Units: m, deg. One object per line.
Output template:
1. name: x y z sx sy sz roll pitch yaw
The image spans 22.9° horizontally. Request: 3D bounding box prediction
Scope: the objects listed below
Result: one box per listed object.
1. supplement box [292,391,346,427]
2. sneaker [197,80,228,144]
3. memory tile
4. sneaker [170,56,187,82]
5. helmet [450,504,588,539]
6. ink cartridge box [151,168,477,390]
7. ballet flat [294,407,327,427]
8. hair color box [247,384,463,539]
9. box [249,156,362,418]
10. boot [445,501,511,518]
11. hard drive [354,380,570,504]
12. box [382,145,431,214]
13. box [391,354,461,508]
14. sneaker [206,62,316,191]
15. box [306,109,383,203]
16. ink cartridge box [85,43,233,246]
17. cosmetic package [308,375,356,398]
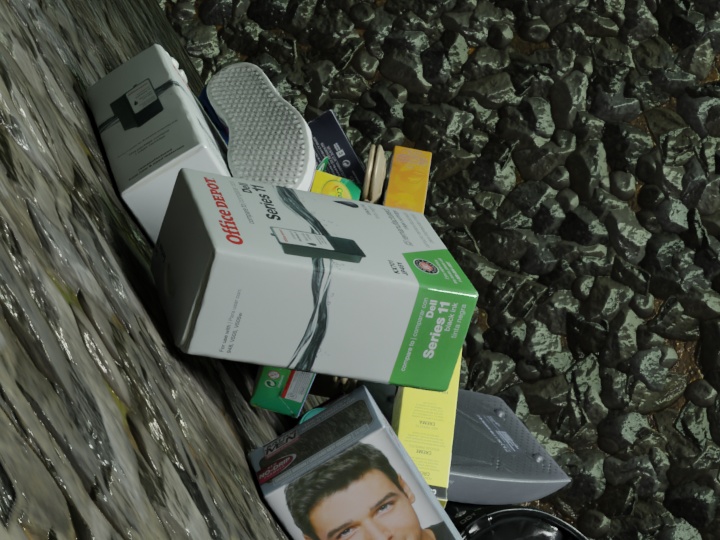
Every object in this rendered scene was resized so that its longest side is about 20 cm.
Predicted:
1. supplement box: 0.004 0.198 1.708 0.109 0.061 0.200 60 1 23
2. sneaker: -0.155 -0.126 1.695 0.077 0.111 0.200 65 -12 6
3. memory tile: 0.000 0.000 1.532 0.153 0.017 0.201 92 8 -79
4. sneaker: -0.190 -0.129 1.886 0.200 0.077 0.091 55 18 -22
5. helmet: 0.128 0.298 1.481 0.201 0.199 0.191 59 -15 20
6. ink cartridge box: -0.037 0.006 1.272 0.199 0.083 0.147 9 23 -21
7. ballet flat: -0.018 0.186 1.458 0.200 0.070 0.066 -112 -161 -63
8. hair color box: 0.012 0.190 1.286 0.200 0.099 0.061 58 2 -30
9. box: -0.043 0.009 1.473 0.118 0.048 0.201 113 -11 -45
10. boot: 0.092 0.281 1.662 0.076 0.169 0.200 -16 51 -47
11. hard drive: 0.089 0.159 1.622 0.199 0.042 0.135 11 30 -45
12. box: 0.031 -0.015 1.559 0.200 0.041 0.120 -83 -178 -62
13. box: 0.054 0.115 1.500 0.075 0.050 0.201 103 -5 -57
14. sneaker: -0.068 -0.086 1.512 0.201 0.072 0.115 -111 179 -53
15. box: -0.066 -0.041 1.745 0.104 0.181 0.200 62 2 18
16. ink cartridge box: -0.152 -0.081 1.509 0.147 0.083 0.200 58 3 -35
17. cosmetic package: -0.048 0.057 1.664 0.200 0.105 0.071 55 46 -63
